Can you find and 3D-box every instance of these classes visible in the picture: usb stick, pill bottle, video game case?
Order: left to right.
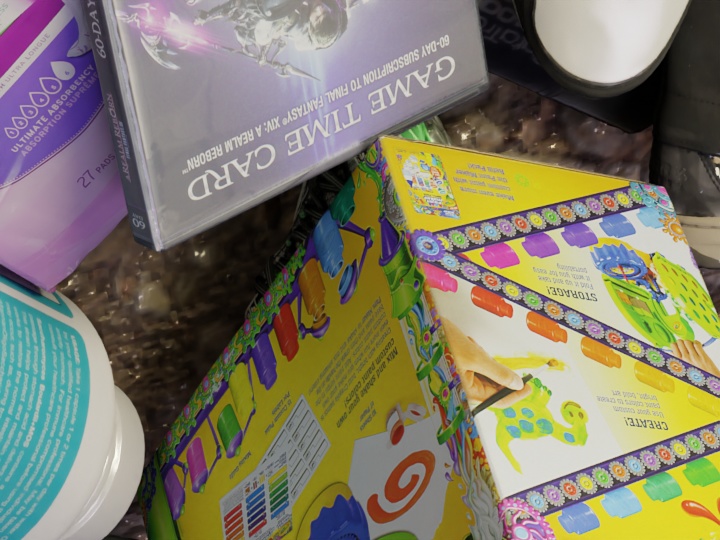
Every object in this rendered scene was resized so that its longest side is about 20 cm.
[{"bbox_3d":[-0.156,0.040,0.861,0.111,0.111,0.200,-42,144,11],"label":"pill bottle"},{"bbox_3d":[-0.029,-0.123,0.798,0.143,0.019,0.201,-28,123,-31],"label":"video game case"},{"bbox_3d":[0.046,-0.098,0.917,0.200,0.033,0.055,19,122,-38],"label":"usb stick"}]

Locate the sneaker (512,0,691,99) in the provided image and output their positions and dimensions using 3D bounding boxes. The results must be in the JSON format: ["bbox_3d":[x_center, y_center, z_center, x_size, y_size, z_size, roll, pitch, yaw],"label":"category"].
[{"bbox_3d":[0.091,-0.147,0.835,0.073,0.080,0.201,9,112,-3],"label":"sneaker"}]

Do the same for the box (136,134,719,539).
[{"bbox_3d":[0.032,0.098,0.871,0.122,0.193,0.200,9,137,-30],"label":"box"}]

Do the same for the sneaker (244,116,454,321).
[{"bbox_3d":[0.000,0.000,0.944,0.085,0.078,0.200,-19,134,-12],"label":"sneaker"}]

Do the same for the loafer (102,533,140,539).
[{"bbox_3d":[-0.164,0.127,0.958,0.200,0.068,0.071,-3,137,-8],"label":"loafer"}]

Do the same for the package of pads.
[{"bbox_3d":[-0.131,-0.085,0.804,0.121,0.076,0.200,-47,134,10],"label":"package of pads"}]

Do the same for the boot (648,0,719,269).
[{"bbox_3d":[0.191,-0.089,0.937,0.199,0.073,0.151,-11,107,-11],"label":"boot"}]
